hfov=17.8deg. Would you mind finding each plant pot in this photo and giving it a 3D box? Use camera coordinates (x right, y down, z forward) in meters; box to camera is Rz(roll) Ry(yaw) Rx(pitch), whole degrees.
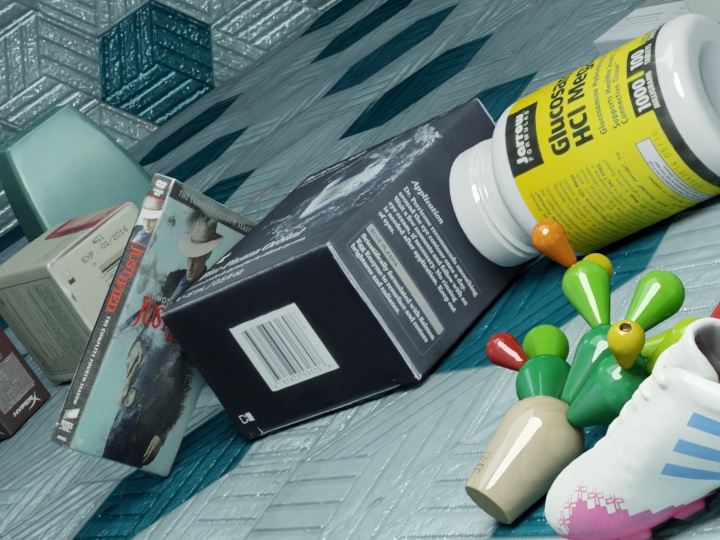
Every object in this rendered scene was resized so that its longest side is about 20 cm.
[{"bbox_3d":[-0.303,-0.074,2.505,0.141,0.200,0.141,-38,13,-14],"label":"plant pot"}]

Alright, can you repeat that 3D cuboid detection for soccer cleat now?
[{"bbox_3d":[0.150,0.065,1.041,0.200,0.086,0.070,-24,16,43],"label":"soccer cleat"}]

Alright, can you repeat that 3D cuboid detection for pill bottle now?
[{"bbox_3d":[0.159,-0.077,1.492,0.200,0.113,0.112,-27,15,35],"label":"pill bottle"}]

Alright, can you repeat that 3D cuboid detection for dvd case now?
[{"bbox_3d":[-0.143,0.042,1.642,0.146,0.022,0.201,30,-101,-63],"label":"dvd case"}]

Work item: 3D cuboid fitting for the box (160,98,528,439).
[{"bbox_3d":[0.000,0.000,1.620,0.196,0.118,0.200,-22,17,46],"label":"box"}]

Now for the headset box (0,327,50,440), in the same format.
[{"bbox_3d":[-0.420,0.082,2.225,0.148,0.200,0.075,-24,16,39],"label":"headset box"}]

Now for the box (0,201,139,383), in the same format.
[{"bbox_3d":[-0.256,0.023,2.184,0.109,0.128,0.200,-40,14,-24],"label":"box"}]

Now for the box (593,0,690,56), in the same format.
[{"bbox_3d":[0.302,-0.231,1.864,0.200,0.041,0.156,-37,12,-11],"label":"box"}]

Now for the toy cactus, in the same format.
[{"bbox_3d":[0.113,0.055,1.202,0.165,0.102,0.200,-49,25,-17],"label":"toy cactus"}]

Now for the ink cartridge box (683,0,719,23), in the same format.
[{"bbox_3d":[0.298,-0.272,1.650,0.145,0.200,0.145,-41,13,-23],"label":"ink cartridge box"}]
